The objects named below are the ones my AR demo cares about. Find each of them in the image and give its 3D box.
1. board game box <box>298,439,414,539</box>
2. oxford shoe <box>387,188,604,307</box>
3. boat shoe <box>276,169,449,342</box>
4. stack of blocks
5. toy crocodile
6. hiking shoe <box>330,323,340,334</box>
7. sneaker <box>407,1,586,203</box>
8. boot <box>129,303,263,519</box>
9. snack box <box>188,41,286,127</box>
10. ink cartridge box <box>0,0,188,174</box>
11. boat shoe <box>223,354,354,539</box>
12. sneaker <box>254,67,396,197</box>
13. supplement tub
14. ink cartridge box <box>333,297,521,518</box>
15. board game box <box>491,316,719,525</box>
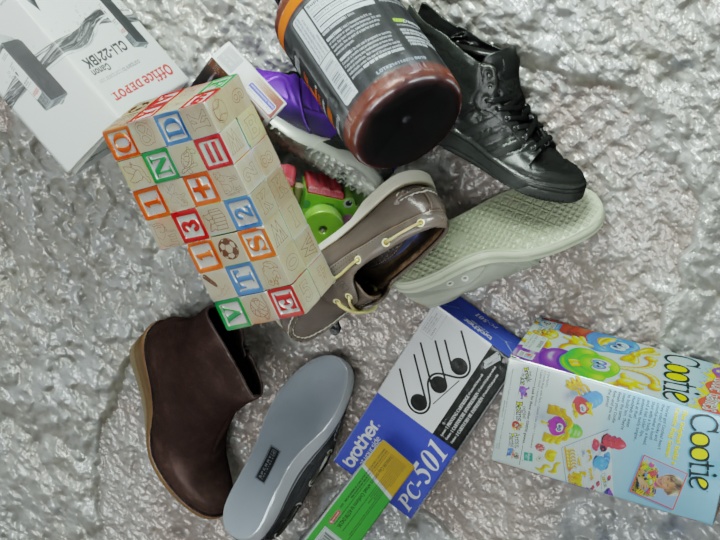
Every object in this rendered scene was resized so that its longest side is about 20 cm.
[{"bbox_3d":[-0.040,0.261,1.685,0.040,0.153,0.200,39,139,3],"label":"board game box"},{"bbox_3d":[0.121,-0.021,1.604,0.199,0.076,0.058,-21,140,14],"label":"oxford shoe"},{"bbox_3d":[0.000,0.000,1.580,0.200,0.072,0.060,-44,53,25],"label":"boat shoe"},{"bbox_3d":[-0.118,-0.053,1.536,0.115,0.059,0.201,-12,112,34],"label":"stack of blocks"},{"bbox_3d":[-0.069,-0.068,1.622,0.198,0.068,0.062,11,118,-10],"label":"toy crocodile"},{"bbox_3d":[-0.104,-0.002,1.675,0.199,0.076,0.101,19,116,8],"label":"hiking shoe"},{"bbox_3d":[0.115,-0.143,1.556,0.199,0.060,0.105,29,119,20],"label":"sneaker"},{"bbox_3d":[-0.143,0.136,1.728,0.166,0.072,0.201,-20,94,53],"label":"boot"},{"bbox_3d":[-0.119,-0.140,1.599,0.072,0.024,0.200,46,161,-4],"label":"snack box"},{"bbox_3d":[-0.269,-0.202,1.639,0.084,0.144,0.200,-39,92,28],"label":"ink cartridge box"},{"bbox_3d":[-0.057,0.173,1.740,0.070,0.066,0.201,30,95,34],"label":"boat shoe"},{"bbox_3d":[-0.031,-0.147,1.615,0.200,0.070,0.100,33,82,28],"label":"sneaker"},{"bbox_3d":[-0.004,-0.187,1.529,0.107,0.106,0.201,-52,51,28],"label":"supplement tub"},{"bbox_3d":[0.064,0.125,1.687,0.094,0.044,0.201,35,118,8],"label":"ink cartridge box"},{"bbox_3d":[0.228,0.128,1.591,0.199,0.103,0.106,16,114,16],"label":"board game box"}]
